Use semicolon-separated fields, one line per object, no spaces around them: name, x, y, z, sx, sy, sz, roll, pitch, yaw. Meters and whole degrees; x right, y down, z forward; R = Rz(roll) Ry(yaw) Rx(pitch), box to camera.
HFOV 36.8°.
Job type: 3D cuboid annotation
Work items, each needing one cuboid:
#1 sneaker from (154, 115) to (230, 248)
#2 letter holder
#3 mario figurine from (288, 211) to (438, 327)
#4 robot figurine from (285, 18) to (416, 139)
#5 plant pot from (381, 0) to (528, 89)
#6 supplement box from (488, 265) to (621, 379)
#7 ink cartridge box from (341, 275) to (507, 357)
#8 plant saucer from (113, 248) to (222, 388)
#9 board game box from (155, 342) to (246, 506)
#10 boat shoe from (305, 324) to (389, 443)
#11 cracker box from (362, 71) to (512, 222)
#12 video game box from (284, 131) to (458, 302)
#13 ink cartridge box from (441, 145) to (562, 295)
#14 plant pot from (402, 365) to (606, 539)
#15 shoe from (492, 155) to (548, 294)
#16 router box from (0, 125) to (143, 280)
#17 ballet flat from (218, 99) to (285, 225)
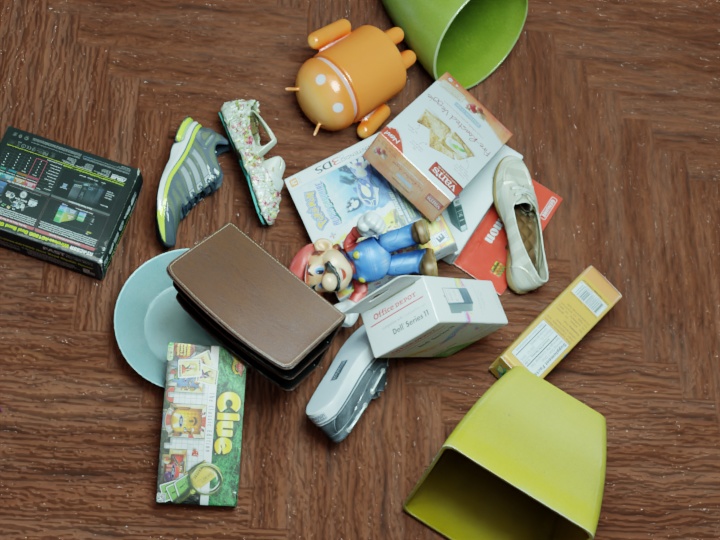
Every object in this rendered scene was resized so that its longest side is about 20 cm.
sneaker;-0.236;-0.121;1.509;0.080;0.074;0.202;15;67;-5
letter holder;-0.145;0.060;1.355;0.200;0.101;0.142;38;41;10
mario figurine;0.000;0.000;1.416;0.198;0.106;0.125;-14;75;5
robot figurine;-0.012;-0.280;1.586;0.199;0.144;0.116;-36;54;-21
plant pot;0.117;-0.405;1.641;0.186;0.188;0.200;-34;60;-20
supplement box;0.269;0.085;1.496;0.200;0.067;0.069;-40;80;-21
ink cartridge box;0.084;0.062;1.399;0.199;0.117;0.068;4;60;-49
plant saucer;-0.226;0.070;1.444;0.199;0.039;0.203;3;66;-7
board game box;-0.201;0.195;1.375;0.104;0.023;0.202;4;80;-12
boat shoe;0.004;0.140;1.436;0.068;0.071;0.200;51;49;-22
cracker box;0.110;-0.175;1.501;0.134;0.058;0.200;43;48;0
video game box;0.013;-0.079;1.514;0.181;0.047;0.201;-27;71;3
ink cartridge box;0.182;-0.090;1.572;0.173;0.044;0.201;33;66;8
plant pot;0.199;0.245;1.356;0.199;0.200;0.177;31;54;6
shoe;0.234;-0.070;1.541;0.069;0.053;0.202;0;79;-29
router box;-0.414;-0.091;1.473;0.198;0.062;0.151;19;65;0
ballet flat;-0.144;-0.162;1.535;0.063;0.076;0.201;-23;72;2
